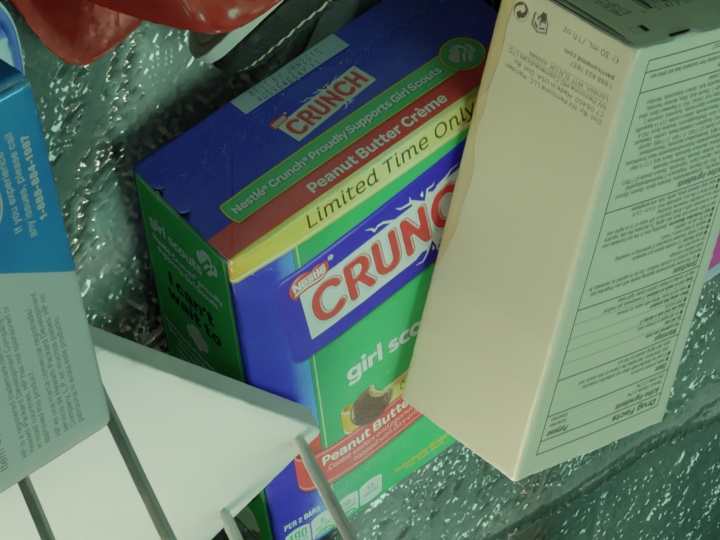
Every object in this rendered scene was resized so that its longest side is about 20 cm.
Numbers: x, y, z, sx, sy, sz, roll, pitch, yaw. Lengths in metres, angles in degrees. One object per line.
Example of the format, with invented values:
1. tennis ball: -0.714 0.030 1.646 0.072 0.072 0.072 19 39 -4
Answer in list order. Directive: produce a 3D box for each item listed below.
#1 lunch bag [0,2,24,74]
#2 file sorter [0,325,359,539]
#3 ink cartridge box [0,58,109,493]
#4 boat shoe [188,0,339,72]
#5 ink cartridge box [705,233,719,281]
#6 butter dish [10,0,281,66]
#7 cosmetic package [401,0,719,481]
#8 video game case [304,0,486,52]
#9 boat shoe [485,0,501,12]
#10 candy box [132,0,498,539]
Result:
1. lunch bag: -0.206 -0.020 0.980 0.200 0.082 0.161 -29 136 -30
2. file sorter: -0.107 0.145 1.117 0.200 0.125 0.138 -45 140 20
3. ink cartridge box: -0.189 0.028 0.901 0.200 0.086 0.147 -31 133 -26
4. boat shoe: 0.016 -0.145 1.121 0.060 0.074 0.200 39 98 -28
5. ink cartridge box: 0.182 -0.051 1.375 0.200 0.119 0.042 -30 105 -31
6. butter dish: -0.042 -0.170 1.007 0.200 0.148 0.200 -47 143 -13
7. cosmetic package: 0.093 -0.026 1.174 0.103 0.073 0.201 -17 132 -44
8. video game case: 0.065 -0.124 1.270 0.200 0.018 0.144 15 104 -52
9. boat shoe: 0.075 -0.161 1.184 0.060 0.072 0.202 -14 117 -45
10. candy box: 0.000 0.000 1.218 0.169 0.077 0.201 -34 142 -22
